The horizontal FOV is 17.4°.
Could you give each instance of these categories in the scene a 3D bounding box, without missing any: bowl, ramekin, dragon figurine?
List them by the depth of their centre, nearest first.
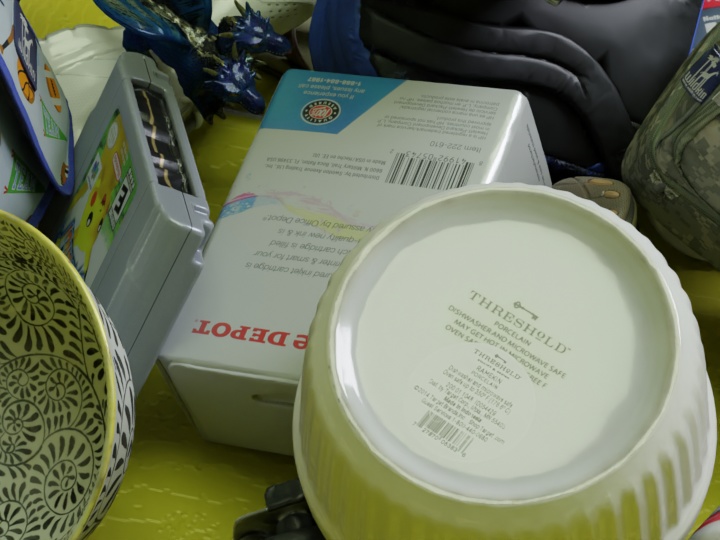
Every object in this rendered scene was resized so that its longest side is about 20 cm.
[{"bbox_3d":[0.066,0.055,1.074,0.199,0.105,0.201,-1,63,2],"label":"ramekin"},{"bbox_3d":[-0.179,0.073,1.145,0.201,0.201,0.094,35,9,27],"label":"bowl"},{"bbox_3d":[-0.112,-0.146,1.343,0.200,0.100,0.059,38,75,23],"label":"dragon figurine"}]

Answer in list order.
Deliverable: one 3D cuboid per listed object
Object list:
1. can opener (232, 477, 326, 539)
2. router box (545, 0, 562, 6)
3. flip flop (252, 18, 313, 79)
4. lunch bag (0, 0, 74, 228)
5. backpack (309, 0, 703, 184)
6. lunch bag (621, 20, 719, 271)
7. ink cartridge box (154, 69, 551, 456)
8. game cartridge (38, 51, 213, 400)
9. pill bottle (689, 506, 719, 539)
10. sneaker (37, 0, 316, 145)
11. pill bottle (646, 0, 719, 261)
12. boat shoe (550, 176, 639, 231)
[{"bbox_3d":[0.032,0.116,1.153,0.199,0.053,0.067,-20,53,1],"label":"can opener"},{"bbox_3d":[0.082,-0.241,1.269,0.150,0.062,0.200,28,39,7],"label":"router box"},{"bbox_3d":[-0.024,-0.143,1.481,0.081,0.058,0.200,-17,49,-23],"label":"flip flop"},{"bbox_3d":[-0.235,-0.082,1.239,0.123,0.170,0.200,8,50,29],"label":"lunch bag"},{"bbox_3d":[0.071,-0.136,1.364,0.199,0.168,0.163,18,78,-20],"label":"backpack"},{"bbox_3d":[0.254,-0.058,1.241,0.200,0.168,0.139,39,74,-4],"label":"lunch bag"},{"bbox_3d":[0.000,0.000,1.238,0.144,0.085,0.200,8,55,23],"label":"ink cartridge box"},{"bbox_3d":[-0.131,-0.018,1.253,0.040,0.134,0.200,15,25,-21],"label":"game cartridge"},{"bbox_3d":[0.250,0.128,1.160,0.119,0.120,0.200,30,45,23],"label":"pill bottle"},{"bbox_3d":[-0.111,-0.121,1.425,0.200,0.075,0.087,-27,63,-6],"label":"sneaker"},{"bbox_3d":[0.219,-0.111,1.443,0.119,0.120,0.200,3,41,-7],"label":"pill bottle"},{"bbox_3d":[0.101,0.042,1.271,0.074,0.073,0.200,17,62,39],"label":"boat shoe"}]
